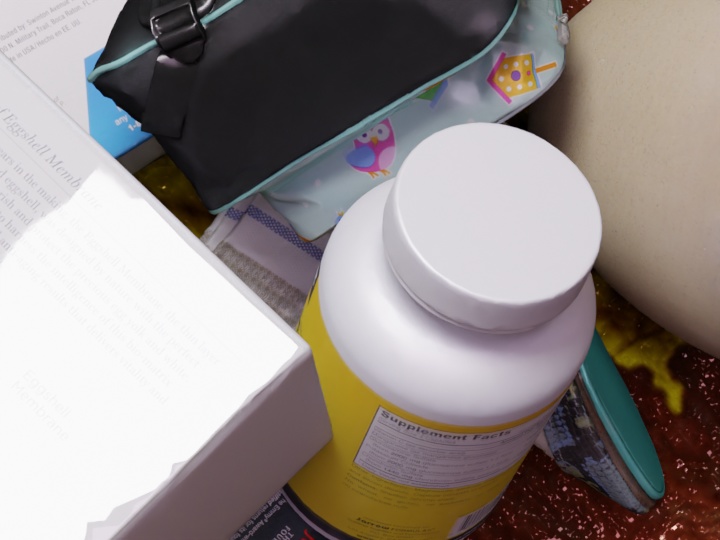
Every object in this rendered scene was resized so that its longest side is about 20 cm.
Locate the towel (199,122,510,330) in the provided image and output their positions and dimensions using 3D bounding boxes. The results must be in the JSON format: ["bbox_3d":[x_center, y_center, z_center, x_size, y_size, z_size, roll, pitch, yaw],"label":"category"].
[{"bbox_3d":[0.000,0.000,1.042,0.147,0.024,0.200,33,93,0],"label":"towel"}]

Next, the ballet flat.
[{"bbox_3d":[0.074,0.029,1.009,0.074,0.074,0.200,-24,104,2],"label":"ballet flat"}]

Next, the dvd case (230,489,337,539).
[{"bbox_3d":[-0.122,0.092,0.936,0.200,0.022,0.146,37,47,11],"label":"dvd case"}]

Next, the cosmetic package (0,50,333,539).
[{"bbox_3d":[-0.150,0.049,0.835,0.200,0.123,0.199,-44,73,-10],"label":"cosmetic package"}]

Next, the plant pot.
[{"bbox_3d":[0.153,-0.061,0.970,0.134,0.200,0.201,13,90,37],"label":"plant pot"}]

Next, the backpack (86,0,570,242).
[{"bbox_3d":[-0.005,-0.124,0.934,0.176,0.200,0.153,-34,120,24],"label":"backpack"}]

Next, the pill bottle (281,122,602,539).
[{"bbox_3d":[0.031,0.029,0.896,0.112,0.200,0.112,7,57,-10],"label":"pill bottle"}]

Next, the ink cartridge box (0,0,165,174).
[{"bbox_3d":[-0.182,-0.115,0.993,0.146,0.086,0.200,-34,87,-26],"label":"ink cartridge box"}]
